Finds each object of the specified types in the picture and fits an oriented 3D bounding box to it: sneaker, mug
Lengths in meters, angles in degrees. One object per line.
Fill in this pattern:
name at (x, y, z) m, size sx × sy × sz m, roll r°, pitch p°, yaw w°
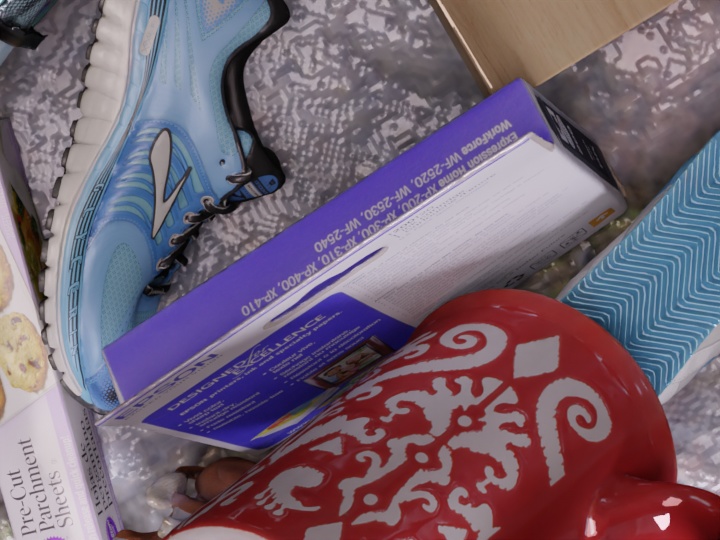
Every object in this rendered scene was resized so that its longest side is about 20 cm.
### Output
sneaker at (-0.079, -0.033, 1.150) m, size 0.089 × 0.078 × 0.201 m, roll 14°, pitch 99°, yaw 2°
mug at (0.030, 0.097, 1.017) m, size 0.177 × 0.200 × 0.134 m, roll -21°, pitch 96°, yaw 40°
sneaker at (0.147, -0.013, 1.122) m, size 0.200 × 0.081 × 0.077 m, roll -38°, pitch 90°, yaw 9°

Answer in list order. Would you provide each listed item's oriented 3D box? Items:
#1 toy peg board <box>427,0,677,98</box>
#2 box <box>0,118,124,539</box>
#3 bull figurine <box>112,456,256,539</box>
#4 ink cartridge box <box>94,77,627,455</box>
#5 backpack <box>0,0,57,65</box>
toy peg board at (0.082, -0.199, 1.112) m, size 0.198 × 0.098 × 0.201 m, roll -31°, pitch 93°, yaw -6°
box at (-0.146, 0.036, 1.184) m, size 0.041 × 0.039 × 0.201 m, roll -13°, pitch 96°, yaw 10°
bull figurine at (-0.018, 0.146, 1.125) m, size 0.200 × 0.121 × 0.065 m, roll 35°, pitch 111°, yaw 28°
ink cartridge box at (0.000, 0.000, 1.082) m, size 0.198 × 0.200 × 0.044 m, roll -33°, pitch 77°, yaw 9°
backpack at (-0.196, -0.145, 1.109) m, size 0.176 × 0.153 × 0.200 m, roll 42°, pitch 90°, yaw 2°
